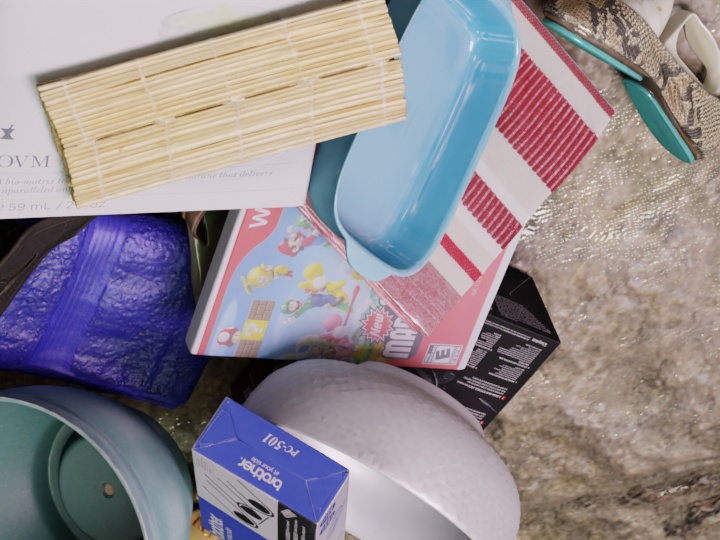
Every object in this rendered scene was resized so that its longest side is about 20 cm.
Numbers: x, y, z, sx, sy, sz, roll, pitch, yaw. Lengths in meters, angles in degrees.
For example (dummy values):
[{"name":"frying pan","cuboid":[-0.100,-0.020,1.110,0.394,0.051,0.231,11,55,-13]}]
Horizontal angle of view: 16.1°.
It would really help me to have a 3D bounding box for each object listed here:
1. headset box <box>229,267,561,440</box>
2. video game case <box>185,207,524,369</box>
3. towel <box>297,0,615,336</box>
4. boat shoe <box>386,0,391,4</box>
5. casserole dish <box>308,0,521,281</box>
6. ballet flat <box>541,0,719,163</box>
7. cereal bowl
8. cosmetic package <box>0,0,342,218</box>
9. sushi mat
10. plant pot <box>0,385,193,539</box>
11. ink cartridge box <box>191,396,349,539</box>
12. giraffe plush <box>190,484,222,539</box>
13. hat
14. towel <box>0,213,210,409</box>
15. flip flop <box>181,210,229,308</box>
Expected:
[{"name":"headset box","cuboid":[0.017,0.073,1.776,0.149,0.077,0.200,21,122,-32]},{"name":"video game case","cuboid":[0.000,0.000,1.639,0.200,0.017,0.143,4,125,-25]},{"name":"towel","cuboid":[0.055,-0.078,1.598,0.200,0.023,0.144,-48,111,-15]},{"name":"boat shoe","cuboid":[0.040,-0.237,1.487,0.072,0.068,0.200,-22,140,-43]},{"name":"casserole dish","cuboid":[0.029,-0.091,1.531,0.121,0.039,0.200,36,75,-52]},{"name":"ballet flat","cuboid":[0.188,-0.144,1.656,0.075,0.068,0.200,-52,136,0]},{"name":"cereal bowl","cuboid":[0.020,0.118,1.661,0.200,0.200,0.083,46,67,-42]},{"name":"cosmetic package","cuboid":[-0.124,-0.143,1.446,0.199,0.123,0.200,-3,132,-16]},{"name":"sushi mat","cuboid":[-0.073,-0.094,1.413,0.200,0.012,0.096,-16,134,-6]},{"name":"plant pot","cuboid":[-0.193,0.162,1.694,0.200,0.200,0.134,-53,168,27]},{"name":"ink cartridge box","cuboid":[-0.058,0.151,1.668,0.044,0.094,0.200,-57,170,-17]},{"name":"giraffe plush","cuboid":[-0.126,0.240,1.841,0.200,0.173,0.162,-20,114,14]},{"name":"hat","cuboid":[-0.253,-0.003,1.527,0.081,0.201,0.201,47,111,2]},{"name":"towel","cuboid":[-0.179,0.023,1.679,0.200,0.050,0.148,11,127,-28]},{"name":"flip flop","cuboid":[-0.085,-0.040,1.623,0.081,0.058,0.200,-10,111,-7]}]
